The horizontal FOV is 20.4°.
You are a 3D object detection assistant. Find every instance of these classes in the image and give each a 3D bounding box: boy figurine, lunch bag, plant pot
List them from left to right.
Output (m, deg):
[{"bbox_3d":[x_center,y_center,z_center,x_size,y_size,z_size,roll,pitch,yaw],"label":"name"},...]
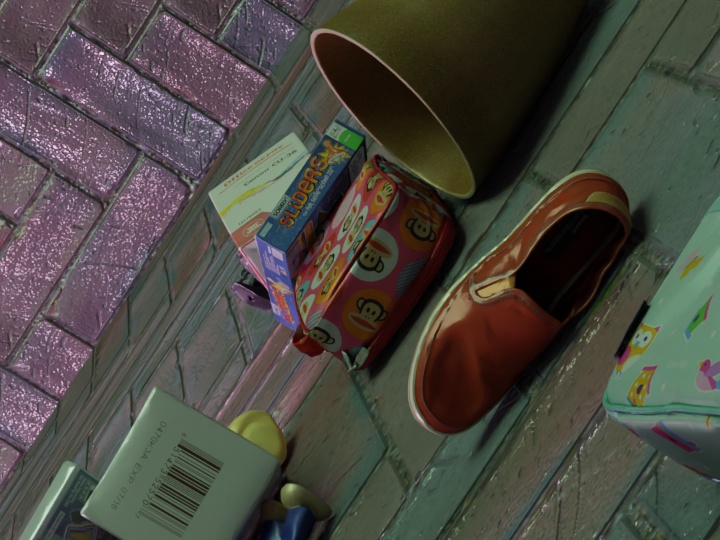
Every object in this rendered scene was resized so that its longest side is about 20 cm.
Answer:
[{"bbox_3d":[-0.154,0.184,1.770,0.200,0.124,0.065,-30,42,25],"label":"boy figurine"},{"bbox_3d":[0.000,0.000,1.695,0.176,0.082,0.200,-56,12,10],"label":"lunch bag"},{"bbox_3d":[0.094,-0.193,1.650,0.200,0.186,0.186,-44,9,-12],"label":"plant pot"},{"bbox_3d":[0.192,0.014,0.876,0.161,0.077,0.200,-60,12,-9],"label":"lunch bag"}]

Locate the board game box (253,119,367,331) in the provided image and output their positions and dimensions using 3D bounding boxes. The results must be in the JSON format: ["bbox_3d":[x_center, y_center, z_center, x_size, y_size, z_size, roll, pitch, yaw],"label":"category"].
[{"bbox_3d":[-0.038,-0.037,1.843,0.136,0.034,0.200,-56,-15,-18],"label":"board game box"}]

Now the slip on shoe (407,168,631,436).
[{"bbox_3d":[0.100,0.023,1.262,0.200,0.074,0.061,-51,16,10],"label":"slip on shoe"}]

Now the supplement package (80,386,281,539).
[{"bbox_3d":[-0.140,0.180,1.612,0.117,0.117,0.200,-60,-3,-10],"label":"supplement package"}]

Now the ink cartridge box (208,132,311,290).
[{"bbox_3d":[-0.085,-0.069,2.069,0.116,0.068,0.200,-35,27,-1],"label":"ink cartridge box"}]

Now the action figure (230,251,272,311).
[{"bbox_3d":[-0.079,-0.054,2.207,0.130,0.069,0.200,-52,9,48],"label":"action figure"}]

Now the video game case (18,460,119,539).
[{"bbox_3d":[-0.239,0.292,1.714,0.023,0.182,0.201,12,67,46],"label":"video game case"}]

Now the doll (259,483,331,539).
[{"bbox_3d":[-0.089,0.258,1.474,0.136,0.048,0.200,-42,16,55],"label":"doll"}]
